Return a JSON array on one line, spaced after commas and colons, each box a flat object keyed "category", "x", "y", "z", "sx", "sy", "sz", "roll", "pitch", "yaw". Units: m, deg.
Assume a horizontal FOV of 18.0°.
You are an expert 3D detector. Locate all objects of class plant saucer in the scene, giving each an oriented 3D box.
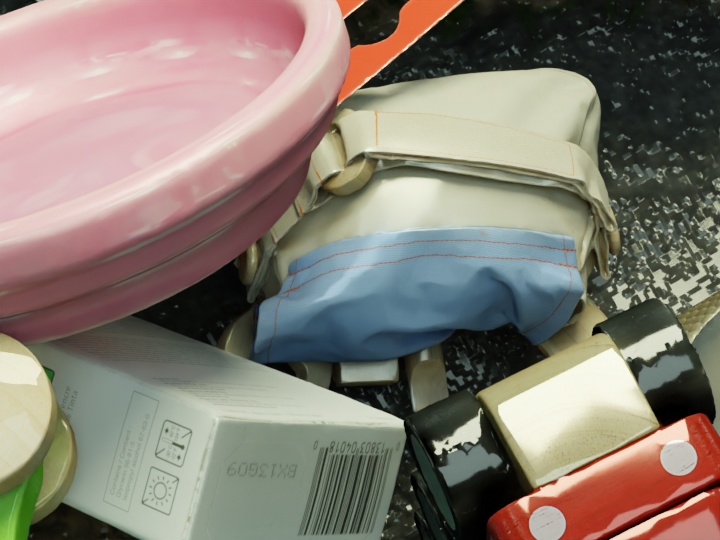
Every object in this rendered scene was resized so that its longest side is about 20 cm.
[{"category": "plant saucer", "x": -0.095, "y": -0.034, "z": 0.727, "sx": 0.199, "sy": 0.201, "sz": 0.051, "roll": -23, "pitch": 115, "yaw": -9}]

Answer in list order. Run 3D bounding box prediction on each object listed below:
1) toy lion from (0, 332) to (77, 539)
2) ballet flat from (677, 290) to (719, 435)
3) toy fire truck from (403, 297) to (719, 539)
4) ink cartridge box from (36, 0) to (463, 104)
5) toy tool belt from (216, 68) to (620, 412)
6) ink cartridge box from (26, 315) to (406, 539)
[{"category": "toy lion", "x": -0.164, "y": 0.134, "z": 0.645, "sx": 0.190, "sy": 0.069, "sz": 0.202, "roll": -11, "pitch": 72, "yaw": -4}, {"category": "ballet flat", "x": 0.172, "y": 0.024, "z": 0.892, "sx": 0.200, "sy": 0.046, "sz": 0.068, "roll": -39, "pitch": 89, "yaw": -8}, {"category": "toy fire truck", "x": 0.086, "y": 0.141, "z": 0.766, "sx": 0.128, "sy": 0.176, "sz": 0.201, "roll": -25, "pitch": 70, "yaw": -7}, {"category": "ink cartridge box", "x": -0.049, "y": -0.145, "z": 0.844, "sx": 0.160, "sy": 0.047, "sz": 0.200, "roll": -40, "pitch": 55, "yaw": -10}, {"category": "toy tool belt", "x": 0.000, "y": 0.000, "z": 0.840, "sx": 0.198, "sy": 0.125, "sz": 0.124, "roll": -8, "pitch": 75, "yaw": -7}, {"category": "ink cartridge box", "x": -0.094, "y": 0.044, "z": 0.787, "sx": 0.199, "sy": 0.109, "sz": 0.051, "roll": 18, "pitch": 96, "yaw": 35}]
